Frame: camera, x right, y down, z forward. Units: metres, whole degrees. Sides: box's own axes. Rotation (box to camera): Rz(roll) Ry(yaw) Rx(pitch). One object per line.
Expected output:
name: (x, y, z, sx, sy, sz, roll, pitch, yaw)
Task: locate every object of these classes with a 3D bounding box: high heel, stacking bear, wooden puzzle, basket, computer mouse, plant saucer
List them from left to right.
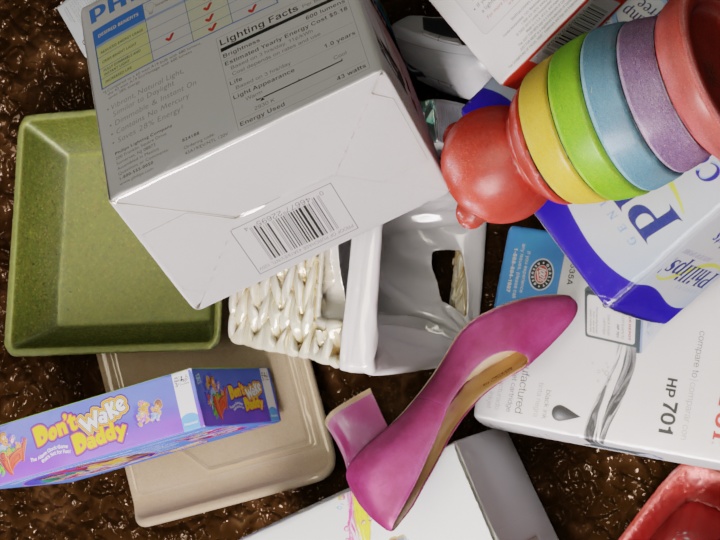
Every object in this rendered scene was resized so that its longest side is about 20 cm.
plant saucer: (-0.186, -0.030, 1.456, 0.198, 0.048, 0.202, -3, 79, 24)
wooden puzzle: (-0.121, 0.090, 1.461, 0.184, 0.037, 0.202, -17, 81, 20)
basket: (0.000, 0.000, 1.329, 0.122, 0.200, 0.137, 5, 92, 26)
computer mouse: (0.053, -0.154, 1.328, 0.199, 0.110, 0.044, 6, 59, 40)
high heel: (0.077, 0.095, 1.238, 0.199, 0.068, 0.096, -27, 59, -6)
stacking bear: (0.141, -0.089, 1.130, 0.199, 0.113, 0.122, -22, 74, 31)

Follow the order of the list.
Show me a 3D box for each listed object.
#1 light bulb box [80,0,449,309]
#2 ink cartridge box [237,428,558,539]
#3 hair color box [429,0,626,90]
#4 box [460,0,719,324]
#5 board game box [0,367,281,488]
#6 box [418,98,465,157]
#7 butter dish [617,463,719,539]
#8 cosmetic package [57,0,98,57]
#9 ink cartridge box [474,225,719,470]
light bulb box: (-0.069, -0.116, 1.218, 0.197, 0.125, 0.201, -24, 46, 8)
ink cartridge box: (0.035, 0.222, 1.343, 0.199, 0.145, 0.146, -25, 82, 18)
hair color box: (0.082, -0.227, 1.195, 0.111, 0.064, 0.200, -44, 71, 18)
box: (0.204, -0.099, 1.213, 0.200, 0.105, 0.184, -44, 65, 20)
board game box: (-0.180, 0.122, 1.391, 0.199, 0.134, 0.045, -17, 81, 20)
box: (-0.014, -0.098, 1.357, 0.198, 0.144, 0.037, -7, 89, 20)
butter dish: (0.242, 0.268, 1.266, 0.199, 0.148, 0.201, 38, 103, 16)
cosmetic package: (-0.113, -0.207, 1.361, 0.150, 0.200, 0.052, -36, 73, 17)
ink cartridge box: (0.197, 0.057, 1.303, 0.198, 0.086, 0.148, 9, 83, 21)
